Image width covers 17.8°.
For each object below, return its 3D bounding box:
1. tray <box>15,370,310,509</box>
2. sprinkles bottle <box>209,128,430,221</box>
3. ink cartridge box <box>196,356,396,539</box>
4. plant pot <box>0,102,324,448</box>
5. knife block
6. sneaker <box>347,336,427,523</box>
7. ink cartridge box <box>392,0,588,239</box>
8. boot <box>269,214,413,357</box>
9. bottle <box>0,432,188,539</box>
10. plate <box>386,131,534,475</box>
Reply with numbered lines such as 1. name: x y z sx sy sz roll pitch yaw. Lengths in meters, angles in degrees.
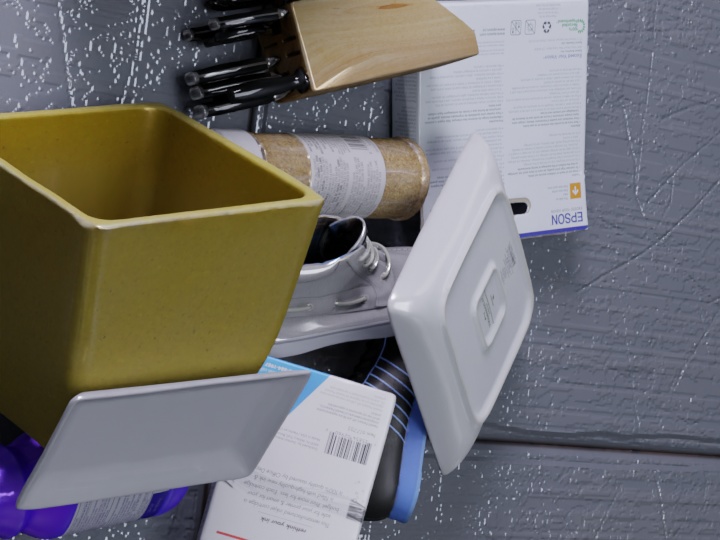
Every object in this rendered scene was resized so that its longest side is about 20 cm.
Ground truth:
1. tray: -0.132 0.106 1.523 0.199 0.022 0.108 -4 138 -42
2. sprinkles bottle: -0.038 -0.072 1.748 0.199 0.068 0.069 -1 95 -42
3. ink cartridge box: -0.057 0.175 1.725 0.116 0.068 0.201 17 81 -5
4. plant pot: -0.170 0.016 1.563 0.194 0.195 0.201 -8 118 -41
5. knife block: -0.029 -0.156 1.726 0.200 0.064 0.176 35 70 -23
6. sneaker: 0.013 0.098 1.813 0.078 0.070 0.201 10 70 -11
7. ink cartridge box: 0.108 -0.124 1.894 0.199 0.041 0.201 -7 100 -40
8. boot: 0.000 0.000 1.757 0.199 0.074 0.096 -18 141 -33
9. bottle: -0.211 0.146 1.609 0.199 0.065 0.084 -9 133 -40
10. plate: 0.090 0.027 1.806 0.200 0.032 0.200 -63 147 -38
